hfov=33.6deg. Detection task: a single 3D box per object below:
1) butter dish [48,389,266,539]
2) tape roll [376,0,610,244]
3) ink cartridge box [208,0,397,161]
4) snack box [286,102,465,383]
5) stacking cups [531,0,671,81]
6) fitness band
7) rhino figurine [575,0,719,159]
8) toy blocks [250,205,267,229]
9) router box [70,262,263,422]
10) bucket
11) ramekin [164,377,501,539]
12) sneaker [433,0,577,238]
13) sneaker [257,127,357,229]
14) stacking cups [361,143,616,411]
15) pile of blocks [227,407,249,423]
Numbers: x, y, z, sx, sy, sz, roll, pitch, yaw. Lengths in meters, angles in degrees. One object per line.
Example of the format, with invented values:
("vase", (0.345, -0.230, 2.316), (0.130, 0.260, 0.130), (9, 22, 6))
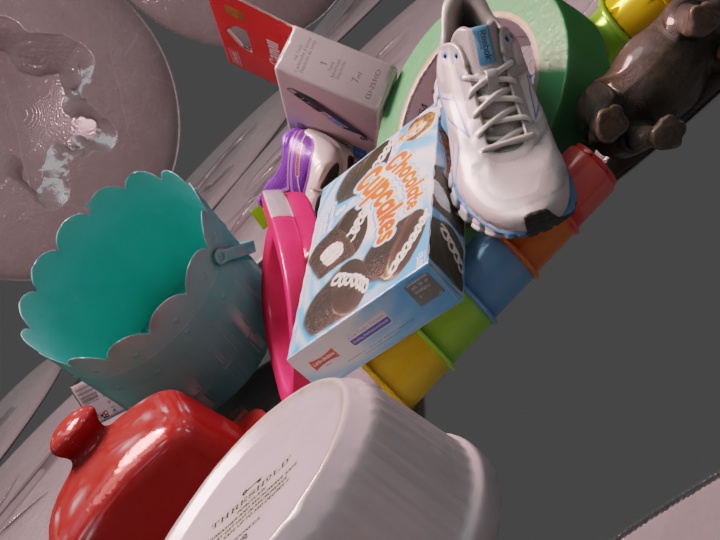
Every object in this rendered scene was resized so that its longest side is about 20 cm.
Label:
("butter dish", (-0.162, 0.158, 0.869), (0.200, 0.148, 0.199), (-48, 15, -6))
("tape roll", (0.091, -0.111, 0.875), (0.200, 0.048, 0.203), (-30, 50, 43))
("ink cartridge box", (-0.055, -0.162, 1.038), (0.200, 0.175, 0.045), (87, -153, -81))
("snack box", (0.016, -0.022, 0.785), (0.116, 0.037, 0.201), (-35, 25, 26))
("stacking cups", (0.161, -0.138, 0.901), (0.200, 0.060, 0.061), (-47, 13, 27))
("fitness band", (-0.052, 0.021, 0.940), (0.201, 0.037, 0.145), (-110, 19, -57))
("rhino figurine", (0.214, -0.146, 0.761), (0.200, 0.060, 0.087), (-46, 10, -3))
("toy blocks", (-0.015, -0.112, 1.306), (0.199, 0.100, 0.137), (-29, 12, 50))
("router box", (-0.176, 0.070, 1.206), (0.199, 0.051, 0.149), (-26, 11, 20))
("bucket", (-0.180, 0.028, 1.049), (0.205, 0.135, 0.209), (-20, 47, 23))
("ramekin", (-0.029, 0.146, 0.620), (0.202, 0.094, 0.203), (-44, 15, 15))
("sneaker", (0.079, -0.104, 0.744), (0.074, 0.087, 0.201), (-15, 45, -1))
("sneaker", (-0.061, -0.043, 1.118), (0.080, 0.083, 0.202), (-22, -43, -49))
("stacking cups", (0.079, -0.001, 0.763), (0.200, 0.060, 0.060), (-48, 14, -1))
("pile of blocks", (-0.172, 0.170, 1.037), (0.200, 0.062, 0.082), (-43, 15, 17))
